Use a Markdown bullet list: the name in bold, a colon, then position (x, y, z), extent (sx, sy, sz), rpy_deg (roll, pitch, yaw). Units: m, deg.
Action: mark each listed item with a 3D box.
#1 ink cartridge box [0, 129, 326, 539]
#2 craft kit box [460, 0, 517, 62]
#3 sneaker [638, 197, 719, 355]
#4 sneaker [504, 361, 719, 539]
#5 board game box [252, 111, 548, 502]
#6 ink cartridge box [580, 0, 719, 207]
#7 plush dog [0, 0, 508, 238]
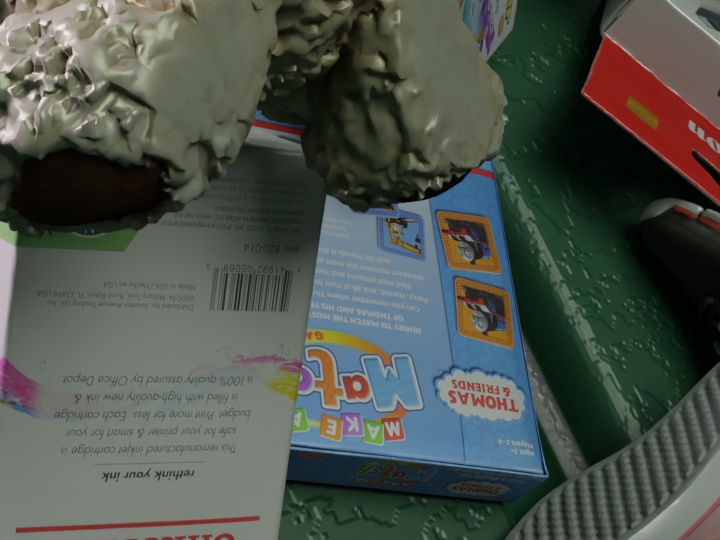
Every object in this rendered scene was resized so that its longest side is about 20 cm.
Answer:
- **ink cartridge box**: position (-0.087, 0.047, 0.577), extent (0.117, 0.067, 0.201), rpy_deg (3, 101, -31)
- **craft kit box**: position (0.042, -0.180, 0.724), extent (0.048, 0.201, 0.198), rpy_deg (12, 29, 12)
- **sneaker**: position (0.204, 0.043, 0.796), extent (0.200, 0.082, 0.077), rpy_deg (43, 4, 26)
- **sneaker**: position (0.153, 0.123, 0.713), extent (0.200, 0.075, 0.105), rpy_deg (-34, 109, -25)
- **board game box**: position (0.000, 0.000, 0.718), extent (0.151, 0.037, 0.201), rpy_deg (10, 56, -27)
- **ink cartridge box**: position (0.216, -0.080, 0.863), extent (0.200, 0.045, 0.176), rpy_deg (38, 28, -6)
- **plush dog**: position (-0.069, -0.095, 0.491), extent (0.199, 0.171, 0.161), rpy_deg (-8, 98, -48)
